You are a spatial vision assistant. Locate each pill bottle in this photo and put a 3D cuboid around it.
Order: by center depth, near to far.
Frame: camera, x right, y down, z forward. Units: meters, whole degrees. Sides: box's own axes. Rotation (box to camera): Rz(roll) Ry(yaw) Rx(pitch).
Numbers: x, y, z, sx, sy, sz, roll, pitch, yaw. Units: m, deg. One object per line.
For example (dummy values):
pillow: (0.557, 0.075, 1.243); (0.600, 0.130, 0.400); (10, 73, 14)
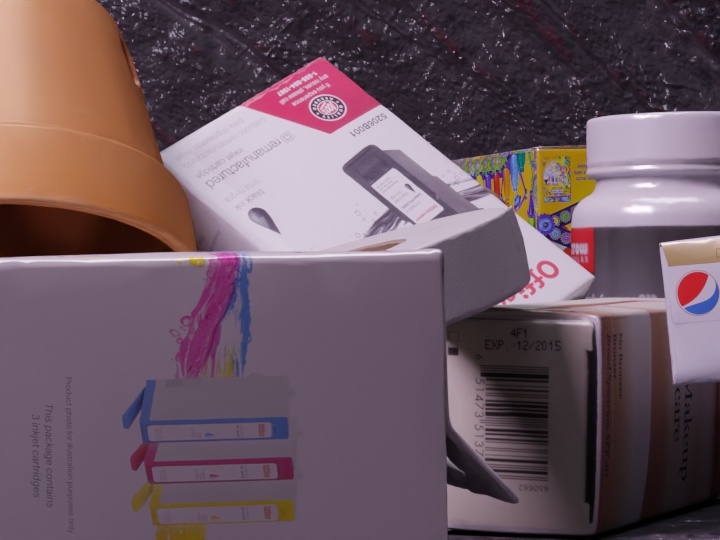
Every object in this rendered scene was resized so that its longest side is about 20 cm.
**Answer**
pill bottle: (0.175, 0.013, 1.380); (0.113, 0.201, 0.114); (-1, 0, 0)

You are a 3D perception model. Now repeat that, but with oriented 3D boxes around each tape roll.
tape roll: (-0.025, 0.017, 1.076); (0.202, 0.037, 0.203); (-16, 4, 1)

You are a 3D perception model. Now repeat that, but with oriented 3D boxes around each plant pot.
plant pot: (-0.181, -0.052, 1.184); (0.199, 0.140, 0.200); (-5, -23, -2)

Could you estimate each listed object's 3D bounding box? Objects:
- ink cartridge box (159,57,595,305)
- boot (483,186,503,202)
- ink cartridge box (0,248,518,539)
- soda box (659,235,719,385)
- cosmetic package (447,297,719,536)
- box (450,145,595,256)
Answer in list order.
ink cartridge box: (0.000, 0.000, 1.268); (0.200, 0.084, 0.145); (39, 45, 17)
boot: (-0.001, -0.037, 1.461); (0.175, 0.066, 0.200); (-1, 1, 11)
ink cartridge box: (-0.054, 0.056, 0.859); (0.199, 0.126, 0.129); (-2, 0, -12)
soda box: (0.197, 0.016, 1.121); (0.068, 0.064, 0.200); (-6, -2, 23)
cosmetic package: (0.111, 0.065, 1.165); (0.087, 0.104, 0.200); (1, 3, 26)
box: (0.140, 0.018, 1.609); (0.122, 0.193, 0.200); (-1, 1, -15)
